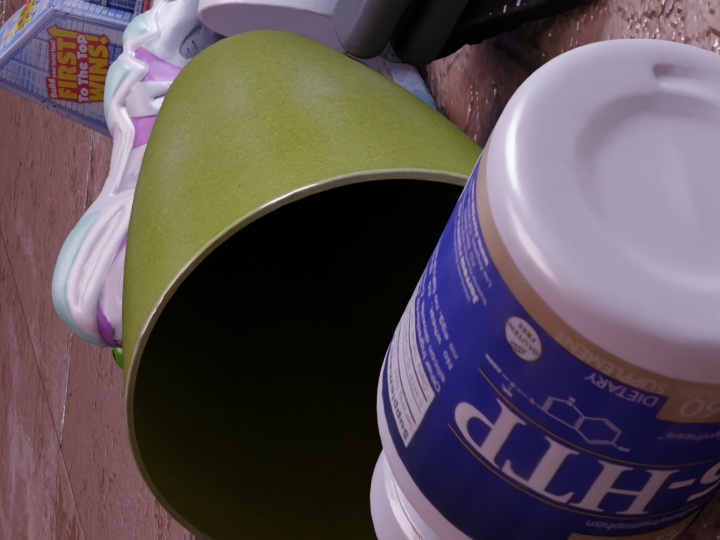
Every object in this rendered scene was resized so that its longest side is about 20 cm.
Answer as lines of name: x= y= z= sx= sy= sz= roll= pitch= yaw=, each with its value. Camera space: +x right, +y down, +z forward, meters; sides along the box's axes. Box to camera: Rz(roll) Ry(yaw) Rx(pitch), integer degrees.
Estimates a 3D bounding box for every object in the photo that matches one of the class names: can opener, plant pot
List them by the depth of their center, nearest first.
can opener: x=0.051 y=-0.150 z=0.832 sx=0.201 sy=0.053 sz=0.067 roll=-60 pitch=37 yaw=39
plant pot: x=-0.021 y=-0.012 z=0.880 sx=0.200 sy=0.186 sz=0.188 roll=-114 pitch=31 yaw=-53

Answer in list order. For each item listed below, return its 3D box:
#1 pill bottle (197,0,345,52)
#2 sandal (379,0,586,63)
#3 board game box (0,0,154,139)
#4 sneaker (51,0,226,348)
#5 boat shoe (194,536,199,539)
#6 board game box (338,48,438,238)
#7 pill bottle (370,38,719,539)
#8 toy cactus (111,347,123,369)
pill bottle: x=-0.026 y=-0.216 z=1.051 sx=0.113 sy=0.112 sz=0.202 roll=159 pitch=121 yaw=-73
sandal: x=0.056 y=-0.128 z=0.923 sx=0.200 sy=0.048 sz=0.076 roll=4 pitch=90 yaw=62
board game box: x=-0.107 y=-0.143 z=1.189 sx=0.062 sy=0.198 sz=0.201 roll=-81 pitch=4 yaw=-55
sneaker: x=-0.073 y=-0.045 z=1.104 sx=0.139 sy=0.078 sz=0.202 roll=17 pitch=95 yaw=36
boat shoe: x=-0.054 y=0.142 z=1.112 sx=0.200 sy=0.068 sz=0.085 roll=83 pitch=168 yaw=-63
board game box: x=0.000 y=0.000 z=1.082 sx=0.199 sy=0.043 sz=0.201 roll=-110 pitch=28 yaw=-56
pill bottle: x=0.071 y=0.032 z=0.688 sx=0.200 sy=0.119 sz=0.120 roll=113 pitch=155 yaw=-52
toy cactus: x=-0.084 y=0.049 z=1.222 sx=0.165 sy=0.102 sz=0.201 roll=28 pitch=-143 yaw=-59
